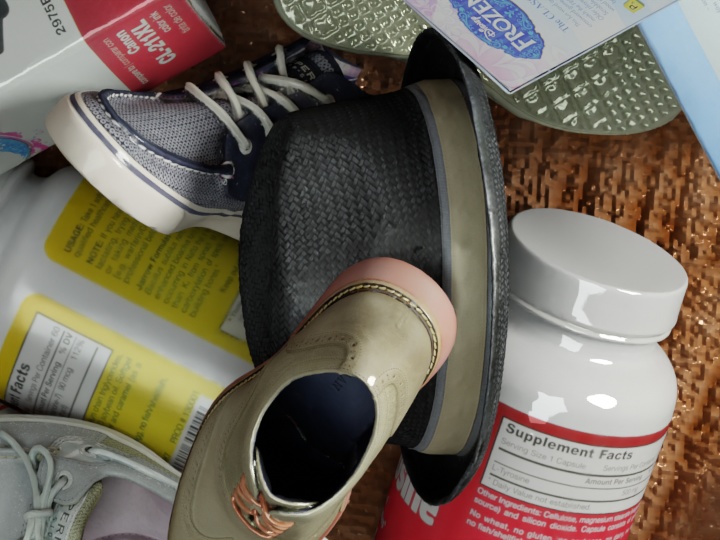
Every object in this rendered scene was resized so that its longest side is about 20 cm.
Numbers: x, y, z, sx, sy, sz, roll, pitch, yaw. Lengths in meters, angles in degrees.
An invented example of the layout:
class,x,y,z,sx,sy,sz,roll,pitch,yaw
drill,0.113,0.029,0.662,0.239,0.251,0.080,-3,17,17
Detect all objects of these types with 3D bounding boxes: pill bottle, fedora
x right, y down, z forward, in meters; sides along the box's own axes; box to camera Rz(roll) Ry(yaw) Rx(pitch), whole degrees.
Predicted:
class,x,y,z,sx,sy,sz,roll,pitch,yaw
pill bottle,0.078,0.080,1.360,0.112,0.112,0.201,19,110,3
fedora,0.000,0.000,1.257,0.091,0.201,0.202,-2,110,-12
pill bottle,-0.111,0.022,1.372,0.199,0.114,0.115,27,111,0

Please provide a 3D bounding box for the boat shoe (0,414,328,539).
class,x,y,z,sx,sy,sz,roll,pitch,yaw
boat shoe,-0.100,0.118,1.307,0.201,0.065,0.075,23,95,0

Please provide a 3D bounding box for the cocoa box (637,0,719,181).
class,x,y,z,sx,sy,sz,roll,pitch,yaw
cocoa box,0.176,-0.146,1.255,0.133,0.131,0.201,-26,103,17

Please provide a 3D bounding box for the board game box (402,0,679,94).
class,x,y,z,sx,sy,sz,roll,pitch,yaw
board game box,0.066,-0.175,1.122,0.199,0.041,0.200,-27,128,36

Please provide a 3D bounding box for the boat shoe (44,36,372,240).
class,x,y,z,sx,sy,sz,roll,pitch,yaw
boat shoe,-0.057,-0.067,1.300,0.093,0.200,0.075,-45,72,13

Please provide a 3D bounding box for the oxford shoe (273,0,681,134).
class,x,y,z,sx,sy,sz,roll,pitch,yaw
oxford shoe,0.055,-0.114,1.332,0.199,0.058,0.076,14,105,-11

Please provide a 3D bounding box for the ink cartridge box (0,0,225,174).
class,x,y,z,sx,sy,sz,roll,pitch,yaw
ink cartridge box,-0.182,-0.119,1.302,0.199,0.083,0.146,-29,73,4

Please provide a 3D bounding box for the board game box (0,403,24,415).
class,x,y,z,sx,sy,sz,roll,pitch,yaw
board game box,-0.175,0.150,1.425,0.151,0.046,0.200,26,134,1

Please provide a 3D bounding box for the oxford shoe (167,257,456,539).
class,x,y,z,sx,sy,sz,roll,pitch,yaw
oxford shoe,-0.036,0.078,1.200,0.071,0.074,0.200,33,129,2
